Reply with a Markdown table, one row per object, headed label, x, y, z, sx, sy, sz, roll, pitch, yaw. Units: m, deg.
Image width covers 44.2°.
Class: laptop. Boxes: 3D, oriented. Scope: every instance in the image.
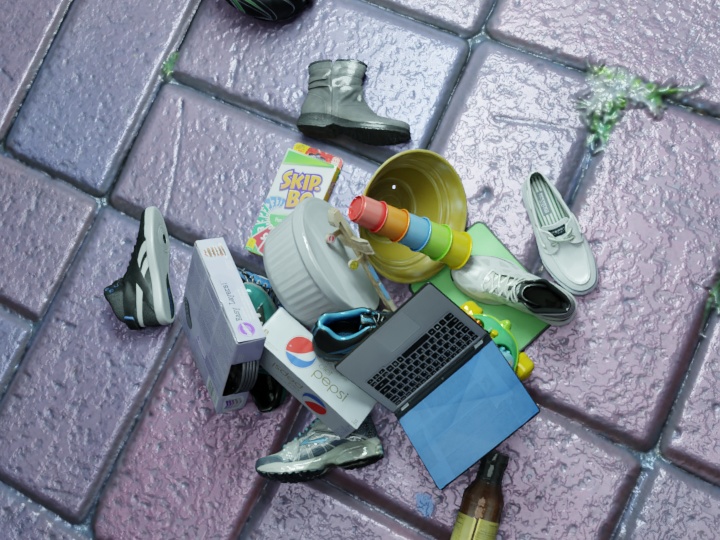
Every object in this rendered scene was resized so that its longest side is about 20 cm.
| label | x | y | z | sx | sy | sz | roll | pitch | yaw |
| --- | --- | --- | --- | --- | --- | --- | --- | --- | --- |
| laptop | 0.100 | 0.158 | 1.205 | 0.187 | 0.116 | 0.200 | -42 | 116 | 17 |

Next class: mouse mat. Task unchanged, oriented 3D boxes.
| label | x | y | z | sx | sy | sz | roll | pitch | yaw |
| --- | --- | --- | --- | --- | --- | --- | --- | --- | --- |
| mouse mat | 0.190 | 0.043 | 1.368 | 0.161 | 0.008 | 0.200 | -41 | 72 | 3 |

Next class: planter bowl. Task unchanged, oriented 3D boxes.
| label | x | y | z | sx | sy | sz | roll | pitch | yaw |
| --- | --- | --- | --- | --- | --- | --- | --- | --- | --- |
| planter bowl | 0.062 | -0.087 | 1.363 | 0.083 | 0.199 | 0.202 | 20 | 82 | 57 |

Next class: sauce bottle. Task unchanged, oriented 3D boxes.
| label | x | y | z | sx | sy | sz | roll | pitch | yaw |
| --- | --- | --- | --- | --- | --- | --- | --- | --- | --- |
| sauce bottle | 0.171 | 0.360 | 1.279 | 0.065 | 0.066 | 0.202 | 17 | 83 | 16 |

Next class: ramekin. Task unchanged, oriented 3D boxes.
| label | x | y | z | sx | sy | sz | roll | pitch | yaw |
| --- | --- | --- | --- | --- | --- | --- | --- | --- | --- |
| ramekin | -0.064 | -0.003 | 1.343 | 0.094 | 0.202 | 0.204 | -30 | 73 | 21 |

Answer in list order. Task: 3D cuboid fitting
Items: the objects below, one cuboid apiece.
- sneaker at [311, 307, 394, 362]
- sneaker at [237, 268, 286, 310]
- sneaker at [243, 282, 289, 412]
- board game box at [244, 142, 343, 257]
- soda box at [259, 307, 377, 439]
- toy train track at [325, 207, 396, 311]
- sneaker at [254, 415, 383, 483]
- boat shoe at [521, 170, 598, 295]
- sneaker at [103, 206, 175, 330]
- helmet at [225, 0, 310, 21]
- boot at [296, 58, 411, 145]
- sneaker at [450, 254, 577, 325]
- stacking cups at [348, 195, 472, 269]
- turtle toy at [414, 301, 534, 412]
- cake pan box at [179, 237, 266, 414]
| label | x | y | z | sx | sy | sz | roll | pitch | yaw |
| --- | --- | --- | --- | --- | --- | --- | --- | --- | --- |
| sneaker | 0.029 | 0.091 | 1.255 | 0.197 | 0.082 | 0.074 | -5 | 62 | -3 |
| sneaker | -0.169 | 0.043 | 1.410 | 0.198 | 0.089 | 0.080 | 9 | 82 | 15 |
| sneaker | -0.153 | 0.120 | 1.356 | 0.071 | 0.080 | 0.202 | -12 | 103 | 10 |
| board game box | -0.108 | -0.109 | 1.461 | 0.095 | 0.030 | 0.202 | 21 | 82 | 16 |
| soda box | -0.071 | 0.151 | 1.302 | 0.200 | 0.064 | 0.068 | 43 | 57 | -1 |
| toy train track | 0.000 | 0.000 | 1.301 | 0.032 | 0.114 | 0.201 | -37 | 113 | -14 |
| sneaker | -0.066 | 0.269 | 1.358 | 0.197 | 0.078 | 0.087 | -13 | 64 | 3 |
| boat shoe | 0.292 | -0.057 | 1.332 | 0.073 | 0.067 | 0.202 | -29 | 74 | 6 |
| sneaker | -0.377 | -0.002 | 1.477 | 0.110 | 0.073 | 0.203 | -10 | 78 | 10 |
| helmet | -0.169 | -0.522 | 1.470 | 0.197 | 0.191 | 0.203 | -2 | 78 | 12 |
| boot | -0.004 | -0.282 | 1.451 | 0.197 | 0.070 | 0.133 | 10 | 76 | 11 |
| sneaker | 0.222 | 0.017 | 1.301 | 0.199 | 0.115 | 0.076 | 20 | 85 | 16 |
| stacking cups | 0.074 | -0.062 | 1.293 | 0.060 | 0.199 | 0.061 | -34 | 44 | 41 |
| turtle toy | 0.150 | 0.147 | 1.304 | 0.146 | 0.101 | 0.200 | 45 | 103 | 18 |
| cake pan box | -0.207 | 0.085 | 1.310 | 0.052 | 0.185 | 0.201 | -11 | 53 | -26 |
